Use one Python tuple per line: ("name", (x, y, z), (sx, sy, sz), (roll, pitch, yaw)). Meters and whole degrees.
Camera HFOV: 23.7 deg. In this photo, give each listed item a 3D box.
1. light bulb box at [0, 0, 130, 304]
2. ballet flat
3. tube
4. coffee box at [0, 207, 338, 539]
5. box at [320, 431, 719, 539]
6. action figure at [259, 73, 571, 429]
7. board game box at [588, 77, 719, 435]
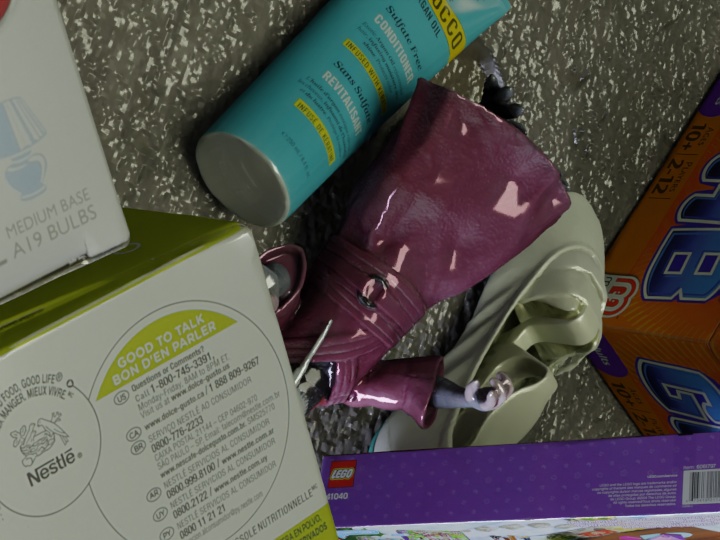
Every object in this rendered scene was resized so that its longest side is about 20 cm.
("light bulb box", (-0.211, -0.031, 0.500), (0.198, 0.199, 0.126), (-30, 113, -35))
("ballet flat", (0.083, 0.041, 0.862), (0.200, 0.069, 0.070), (-51, 124, -26))
("tube", (0.003, -0.100, 0.792), (0.200, 0.050, 0.078), (-49, 126, -34))
("coffee box", (-0.142, 0.101, 0.576), (0.199, 0.199, 0.199), (-29, 113, -35))
("box", (0.097, 0.120, 0.776), (0.137, 0.199, 0.039), (48, 43, -50))
("action figure", (0.000, 0.000, 0.778), (0.134, 0.149, 0.200), (43, 86, -24))
("board game box", (0.276, 0.028, 0.944), (0.200, 0.199, 0.200), (-54, 126, -23))
